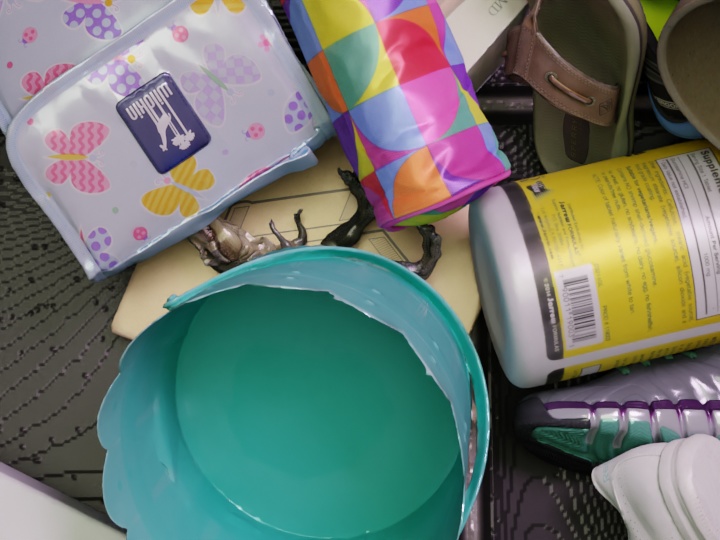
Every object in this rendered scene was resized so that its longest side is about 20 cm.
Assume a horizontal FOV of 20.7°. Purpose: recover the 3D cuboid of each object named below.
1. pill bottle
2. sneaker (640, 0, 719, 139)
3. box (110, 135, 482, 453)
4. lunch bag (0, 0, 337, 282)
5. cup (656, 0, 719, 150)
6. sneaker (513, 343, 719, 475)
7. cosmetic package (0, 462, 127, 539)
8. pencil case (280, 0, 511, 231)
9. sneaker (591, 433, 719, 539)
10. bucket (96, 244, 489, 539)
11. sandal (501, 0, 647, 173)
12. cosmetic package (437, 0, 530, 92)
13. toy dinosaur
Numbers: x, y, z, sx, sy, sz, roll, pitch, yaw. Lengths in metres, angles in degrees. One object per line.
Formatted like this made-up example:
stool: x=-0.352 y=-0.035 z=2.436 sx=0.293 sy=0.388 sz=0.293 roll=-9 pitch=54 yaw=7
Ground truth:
pill bottle: x=0.167 y=-0.010 z=1.093 sx=0.198 sy=0.112 sz=0.114 roll=-13 pitch=82 yaw=-5
sneaker: x=0.171 y=-0.171 z=1.102 sx=0.070 sy=0.083 sz=0.201 roll=-14 pitch=60 yaw=0
box: x=-0.025 y=-0.002 z=1.156 sx=0.198 sy=0.021 sz=0.165 roll=22 pitch=84 yaw=4
lunch bag: x=-0.125 y=-0.116 z=1.108 sx=0.169 sy=0.127 sz=0.201 roll=-30 pitch=73 yaw=2
cup: x=0.265 y=-0.132 z=0.976 sx=0.199 sy=0.201 sz=0.144 roll=26 pitch=71 yaw=5
sneaker: x=0.185 y=0.069 z=1.129 sx=0.198 sy=0.075 sz=0.088 roll=3 pitch=61 yaw=-1
cosmetic package: x=-0.164 y=0.185 z=1.112 sx=0.198 sy=0.071 sz=0.102 roll=25 pitch=84 yaw=5
pencil case: x=0.013 y=-0.124 z=1.057 sx=0.088 sy=0.088 sz=0.202 roll=-21 pitch=89 yaw=-1
sneaker: x=0.192 y=0.186 z=1.107 sx=0.088 sy=0.075 sz=0.202 roll=-14 pitch=104 yaw=39
bucket: x=-0.030 y=0.087 z=1.056 sx=0.205 sy=0.135 sz=0.210 roll=2 pitch=105 yaw=8
sandal: x=0.112 y=-0.106 z=1.080 sx=0.079 sy=0.202 sz=0.057 roll=31 pitch=60 yaw=32
cosmetic package: x=0.013 y=-0.196 z=1.147 sx=0.200 sy=0.087 sz=0.104 roll=41 pitch=85 yaw=6
toy dinosaur: x=0.000 y=0.000 z=1.122 sx=0.199 sy=0.047 sz=0.089 roll=31 pitch=100 yaw=4
